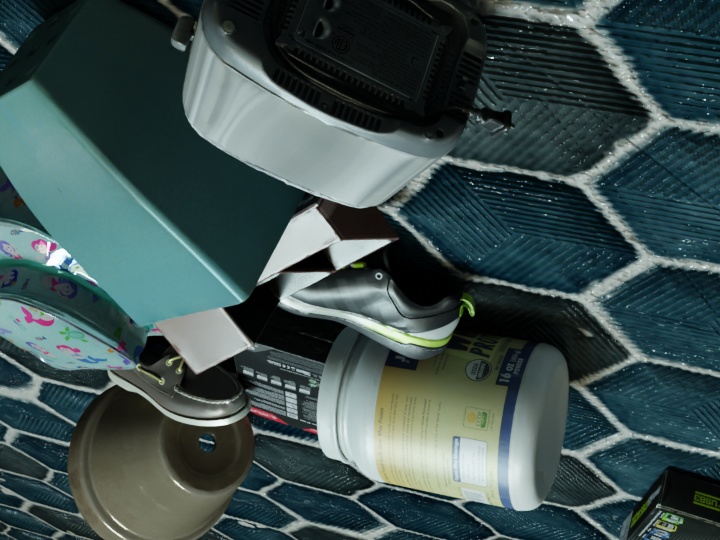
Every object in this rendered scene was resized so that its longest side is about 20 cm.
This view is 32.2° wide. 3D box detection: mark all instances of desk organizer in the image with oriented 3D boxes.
[{"bbox_3d":[-0.073,0.000,0.962,0.199,0.072,0.077,-27,111,33],"label":"desk organizer"}]

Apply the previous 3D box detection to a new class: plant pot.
[{"bbox_3d":[-0.204,0.202,1.370,0.199,0.202,0.174,29,152,-20],"label":"plant pot"},{"bbox_3d":[-0.158,-0.086,0.881,0.140,0.142,0.200,-12,131,46],"label":"plant pot"}]

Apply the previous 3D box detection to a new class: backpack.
[{"bbox_3d":[-0.261,-0.006,1.090,0.176,0.152,0.200,-4,141,40],"label":"backpack"}]

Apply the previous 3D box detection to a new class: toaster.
[{"bbox_3d":[-0.015,-0.116,0.751,0.198,0.115,0.129,23,157,-13],"label":"toaster"}]

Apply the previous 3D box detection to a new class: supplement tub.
[{"bbox_3d":[0.074,0.123,1.100,0.197,0.146,0.145,8,152,20],"label":"supplement tub"}]

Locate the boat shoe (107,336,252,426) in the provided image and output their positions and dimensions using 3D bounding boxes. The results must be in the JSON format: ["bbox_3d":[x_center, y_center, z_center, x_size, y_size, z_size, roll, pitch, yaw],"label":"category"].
[{"bbox_3d":[-0.194,0.102,1.291,0.198,0.072,0.060,20,129,37],"label":"boat shoe"}]

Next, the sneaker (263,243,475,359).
[{"bbox_3d":[0.000,0.000,1.032,0.198,0.072,0.083,21,130,-5],"label":"sneaker"}]

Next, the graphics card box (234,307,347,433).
[{"bbox_3d":[-0.062,0.103,1.259,0.124,0.051,0.201,16,155,8],"label":"graphics card box"}]

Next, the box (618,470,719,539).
[{"bbox_3d":[0.384,0.285,1.309,0.191,0.048,0.201,19,154,6],"label":"box"}]
